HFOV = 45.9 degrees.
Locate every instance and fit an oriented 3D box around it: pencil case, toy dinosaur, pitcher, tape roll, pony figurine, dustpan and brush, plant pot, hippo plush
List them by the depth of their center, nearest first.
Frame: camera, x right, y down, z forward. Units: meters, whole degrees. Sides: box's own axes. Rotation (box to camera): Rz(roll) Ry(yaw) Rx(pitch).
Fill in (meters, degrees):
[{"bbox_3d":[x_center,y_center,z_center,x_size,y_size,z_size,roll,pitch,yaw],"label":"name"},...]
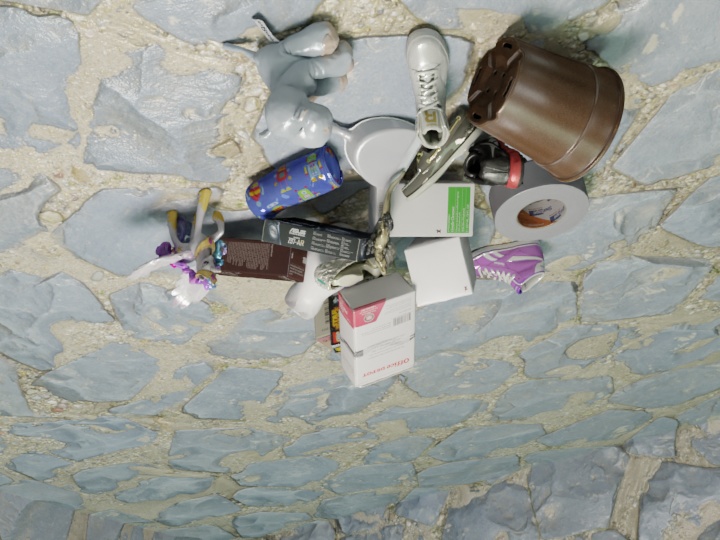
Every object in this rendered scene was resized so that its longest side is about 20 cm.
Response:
[{"bbox_3d":[-0.091,-0.286,1.326,0.158,0.163,0.199,-28,143,33],"label":"hippo plush"},{"bbox_3d":[0.295,-0.277,1.403,0.195,0.203,0.200,19,142,-23],"label":"plant pot"},{"bbox_3d":[0.002,-0.233,1.540,0.197,0.058,0.141,13,124,-32],"label":"dustpan and brush"},{"bbox_3d":[0.043,-0.081,1.573,0.047,0.088,0.203,17,112,10],"label":"toy dinosaur"},{"bbox_3d":[-0.124,-0.161,1.610,0.197,0.079,0.087,-23,138,25],"label":"pencil case"},{"bbox_3d":[-0.339,-0.032,1.663,0.191,0.203,0.166,-25,145,29],"label":"pony figurine"},{"bbox_3d":[0.365,-0.142,1.746,0.196,0.067,0.202,-5,148,-3],"label":"tape roll"},{"bbox_3d":[-0.068,-0.014,1.836,0.120,0.172,0.201,34,121,-4],"label":"pitcher"}]

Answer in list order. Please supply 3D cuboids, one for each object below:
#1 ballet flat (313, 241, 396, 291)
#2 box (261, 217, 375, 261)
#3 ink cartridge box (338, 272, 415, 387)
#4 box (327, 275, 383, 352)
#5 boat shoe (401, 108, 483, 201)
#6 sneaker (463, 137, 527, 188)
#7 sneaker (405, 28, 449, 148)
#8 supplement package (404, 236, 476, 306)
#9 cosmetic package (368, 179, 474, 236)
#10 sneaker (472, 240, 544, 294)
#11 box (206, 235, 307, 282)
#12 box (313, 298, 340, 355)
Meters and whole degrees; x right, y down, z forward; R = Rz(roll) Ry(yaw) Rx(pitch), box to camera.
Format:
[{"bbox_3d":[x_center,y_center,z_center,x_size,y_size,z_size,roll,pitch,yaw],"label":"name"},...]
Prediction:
[{"bbox_3d":[0.000,0.000,1.721,0.197,0.072,0.072,-20,156,-25],"label":"ballet flat"},{"bbox_3d":[-0.071,-0.062,1.649,0.196,0.044,0.160,13,-172,17],"label":"box"},{"bbox_3d":[0.035,0.123,1.743,0.143,0.085,0.203,-17,126,-20],"label":"ink cartridge box"},{"bbox_3d":[-0.004,0.076,1.904,0.134,0.203,0.040,-11,147,9],"label":"box"},{"bbox_3d":[0.141,-0.209,1.563,0.060,0.072,0.202,45,117,-1],"label":"boat shoe"},{"bbox_3d":[0.224,-0.199,1.533,0.096,0.201,0.072,1,109,-11],"label":"sneaker"},{"bbox_3d":[0.118,-0.291,1.405,0.072,0.117,0.201,-8,148,7],"label":"sneaker"},{"bbox_3d":[0.171,-0.013,1.779,0.119,0.122,0.200,-13,-173,11],"label":"supplement package"},{"bbox_3d":[0.117,-0.123,1.670,0.196,0.110,0.085,-2,-169,-11],"label":"cosmetic package"},{"bbox_3d":[0.321,0.004,1.933,0.197,0.116,0.073,-16,150,18],"label":"sneaker"},{"bbox_3d":[-0.218,-0.023,1.751,0.196,0.077,0.100,3,173,17],"label":"box"},{"bbox_3d":[-0.018,0.132,2.066,0.107,0.130,0.200,-20,146,23],"label":"box"}]
